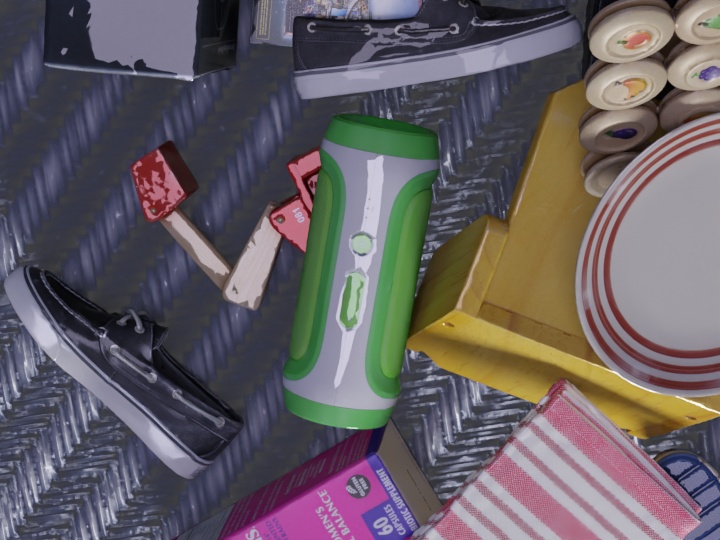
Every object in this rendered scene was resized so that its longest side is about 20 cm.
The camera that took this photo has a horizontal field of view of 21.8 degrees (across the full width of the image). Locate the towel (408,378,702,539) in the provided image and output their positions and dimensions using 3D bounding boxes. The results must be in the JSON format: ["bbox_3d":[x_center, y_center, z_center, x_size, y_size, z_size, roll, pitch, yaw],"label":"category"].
[{"bbox_3d":[0.119,0.190,1.275,0.146,0.030,0.200,42,97,-15],"label":"towel"}]

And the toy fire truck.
[{"bbox_3d":[-0.061,-0.019,1.334,0.140,0.049,0.201,-27,96,9],"label":"toy fire truck"}]

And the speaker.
[{"bbox_3d":[0.000,0.000,1.262,0.087,0.088,0.202,10,100,4],"label":"speaker"}]

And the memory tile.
[{"bbox_3d":[0.205,-0.109,1.114,0.151,0.201,0.017,-11,62,-1],"label":"memory tile"}]

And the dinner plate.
[{"bbox_3d":[0.226,-0.012,1.177,0.198,0.024,0.202,-8,119,-14],"label":"dinner plate"}]

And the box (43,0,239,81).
[{"bbox_3d":[-0.140,-0.236,1.257,0.106,0.148,0.203,5,99,5],"label":"box"}]

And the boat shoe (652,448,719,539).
[{"bbox_3d":[0.271,0.211,1.324,0.072,0.072,0.201,-30,89,8],"label":"boat shoe"}]

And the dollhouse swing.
[{"bbox_3d":[0.160,-0.009,1.279,0.198,0.182,0.178,20,73,-11],"label":"dollhouse swing"}]

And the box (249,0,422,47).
[{"bbox_3d":[-0.001,-0.252,1.297,0.135,0.038,0.202,6,99,4],"label":"box"}]

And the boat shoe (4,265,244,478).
[{"bbox_3d":[-0.167,0.059,1.345,0.068,0.072,0.200,-43,95,12],"label":"boat shoe"}]

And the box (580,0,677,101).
[{"bbox_3d":[0.248,-0.195,1.186,0.198,0.197,0.125,6,64,4],"label":"box"}]

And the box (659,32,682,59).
[{"bbox_3d":[0.298,-0.134,1.129,0.199,0.163,0.021,-14,57,42],"label":"box"}]

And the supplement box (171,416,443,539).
[{"bbox_3d":[-0.042,0.206,1.341,0.199,0.103,0.102,-31,96,11],"label":"supplement box"}]

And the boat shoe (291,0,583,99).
[{"bbox_3d":[0.048,-0.163,1.258,0.198,0.070,0.067,-8,101,11],"label":"boat shoe"}]
